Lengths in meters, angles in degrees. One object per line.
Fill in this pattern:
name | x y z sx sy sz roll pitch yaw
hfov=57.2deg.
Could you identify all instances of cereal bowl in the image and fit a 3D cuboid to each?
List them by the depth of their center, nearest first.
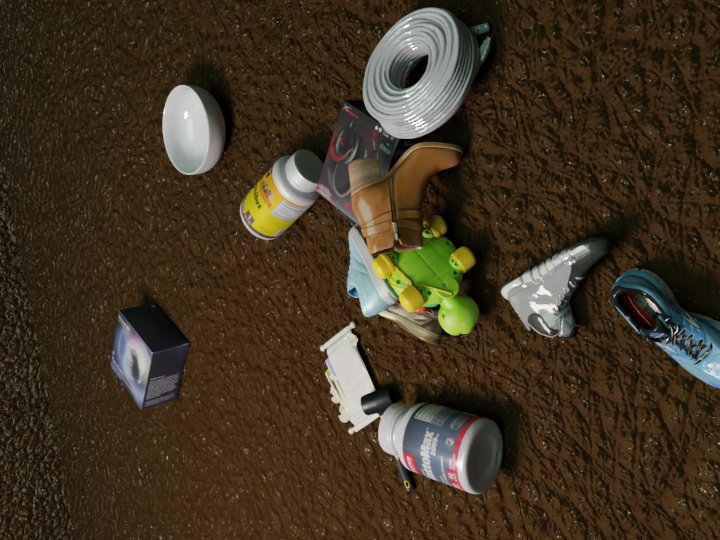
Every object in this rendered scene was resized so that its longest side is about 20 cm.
cereal bowl | -0.374 -0.324 1.530 0.198 0.082 0.205 10 105 43

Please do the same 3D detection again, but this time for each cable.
cable | 0.091 -0.309 1.037 0.198 0.069 0.203 18 87 44

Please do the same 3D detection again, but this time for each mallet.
mallet | 0.052 0.325 1.258 0.065 0.041 0.204 -12 93 16

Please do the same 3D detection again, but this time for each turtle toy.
turtle toy | 0.119 0.018 1.084 0.201 0.145 0.101 51 171 25

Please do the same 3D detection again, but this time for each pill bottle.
pill bottle | 0.131 0.293 1.127 0.198 0.118 0.122 5 102 44
pill bottle | -0.153 -0.154 1.326 0.199 0.108 0.111 -37 72 42

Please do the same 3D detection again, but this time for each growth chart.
growth chart | -0.021 0.221 1.334 0.144 0.018 0.203 -32 75 44

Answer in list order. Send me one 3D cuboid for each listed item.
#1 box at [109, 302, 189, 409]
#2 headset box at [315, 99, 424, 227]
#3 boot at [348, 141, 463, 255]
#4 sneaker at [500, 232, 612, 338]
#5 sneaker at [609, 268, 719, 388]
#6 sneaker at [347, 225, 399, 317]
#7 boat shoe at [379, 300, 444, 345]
box | -0.589 0.233 1.830 0.199 0.122 0.201 38 121 33
headset box | 0.010 -0.179 1.182 0.148 0.074 0.203 40 124 31
boot | 0.084 -0.112 1.055 0.074 0.196 0.158 78 179 -77
sneaker | 0.299 0.033 0.948 0.200 0.074 0.117 -38 76 53
sneaker | 0.396 0.083 0.840 0.200 0.089 0.079 43 126 29
sneaker | 0.000 0.000 1.181 0.081 0.074 0.201 -37 40 12
boat shoe | 0.077 0.059 1.177 0.199 0.072 0.073 31 98 42
